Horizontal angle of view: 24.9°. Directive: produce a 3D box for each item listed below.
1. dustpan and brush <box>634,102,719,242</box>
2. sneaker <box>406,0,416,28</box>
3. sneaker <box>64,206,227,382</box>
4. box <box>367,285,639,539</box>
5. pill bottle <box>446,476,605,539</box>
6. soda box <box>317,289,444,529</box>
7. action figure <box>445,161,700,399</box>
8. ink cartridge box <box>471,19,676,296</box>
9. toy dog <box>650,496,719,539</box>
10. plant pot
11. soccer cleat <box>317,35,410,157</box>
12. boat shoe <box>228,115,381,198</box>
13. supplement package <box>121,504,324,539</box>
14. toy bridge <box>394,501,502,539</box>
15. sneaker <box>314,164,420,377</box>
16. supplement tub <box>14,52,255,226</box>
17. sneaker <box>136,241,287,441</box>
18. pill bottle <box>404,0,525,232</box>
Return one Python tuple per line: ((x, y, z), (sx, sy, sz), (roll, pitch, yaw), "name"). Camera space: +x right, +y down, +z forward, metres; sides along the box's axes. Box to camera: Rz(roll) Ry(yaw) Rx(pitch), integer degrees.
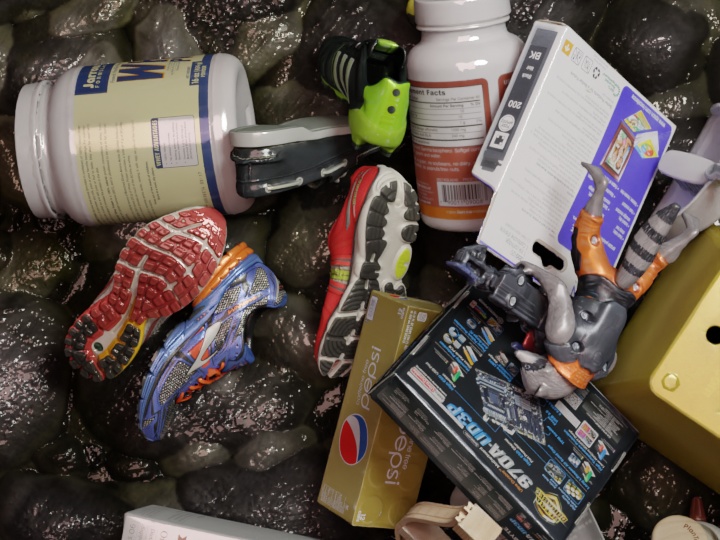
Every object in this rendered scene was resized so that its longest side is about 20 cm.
((0.300, -0.082, 1.398), (0.057, 0.200, 0.140), (31, 89, -22), "dustpan and brush")
((0.104, -0.308, 1.505), (0.090, 0.078, 0.200), (41, 84, 15), "sneaker")
((-0.192, 0.010, 1.473), (0.078, 0.082, 0.200), (44, 114, -7), "sneaker")
((0.124, 0.121, 1.369), (0.200, 0.046, 0.159), (45, 47, 0), "box")
((0.147, 0.224, 1.434), (0.113, 0.114, 0.202), (-26, 83, 3), "pill bottle")
((0.027, 0.125, 1.452), (0.067, 0.064, 0.202), (11, 97, -35), "soda box")
((0.175, 0.015, 1.330), (0.199, 0.104, 0.195), (23, 94, -33), "action figure")
((0.179, -0.082, 1.418), (0.043, 0.198, 0.202), (15, 79, 44), "ink cartridge box")
((0.345, 0.258, 1.424), (0.199, 0.132, 0.097), (27, 57, -1), "toy dog")
((0.328, 0.082, 1.397), (0.199, 0.176, 0.201), (34, 89, 7), "plant pot")
((0.009, -0.175, 1.446), (0.067, 0.201, 0.082), (10, 117, -19), "soccer cleat")
((-0.045, -0.103, 1.451), (0.075, 0.199, 0.061), (9, 104, 41), "boat shoe")
((-0.115, 0.288, 1.450), (0.198, 0.117, 0.118), (10, 86, 6), "supplement package")
((0.062, 0.235, 1.406), (0.067, 0.200, 0.027), (43, 64, 6), "toy bridge")
((0.000, 0.000, 1.491), (0.076, 0.085, 0.202), (8, 107, -32), "sneaker")
((-0.200, -0.116, 1.476), (0.198, 0.145, 0.147), (-5, 85, 4), "supplement tub")
((-0.139, 0.074, 1.493), (0.078, 0.075, 0.201), (33, 91, 3), "sneaker")
((0.098, -0.144, 1.439), (0.111, 0.112, 0.202), (-5, 105, 5), "pill bottle")
